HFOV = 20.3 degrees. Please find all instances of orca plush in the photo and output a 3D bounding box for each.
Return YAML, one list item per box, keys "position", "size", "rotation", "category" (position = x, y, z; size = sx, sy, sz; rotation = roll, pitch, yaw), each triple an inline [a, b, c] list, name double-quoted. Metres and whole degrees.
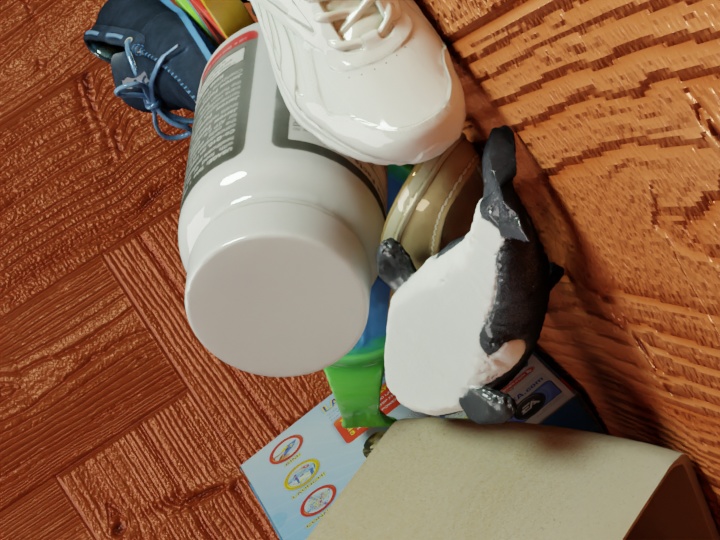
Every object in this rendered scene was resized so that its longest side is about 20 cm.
- position: [0.065, 0.001, 0.984]
  size: [0.105, 0.071, 0.201]
  rotation: [43, 148, 29]
  category: "orca plush"

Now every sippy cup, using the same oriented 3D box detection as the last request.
- position: [0.000, 0.000, 1.271]
  size: [0.139, 0.178, 0.130]
  rotation: [32, 176, 10]
  category: "sippy cup"

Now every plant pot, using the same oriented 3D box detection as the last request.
- position: [0.069, 0.192, 1.067]
  size: [0.177, 0.200, 0.200]
  rotation: [23, 155, 37]
  category: "plant pot"

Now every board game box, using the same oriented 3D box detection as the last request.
- position: [0.037, 0.121, 1.272]
  size: [0.056, 0.200, 0.196]
  rotation: [53, 178, -24]
  category: "board game box"

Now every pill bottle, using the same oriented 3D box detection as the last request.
- position: [-0.041, -0.041, 1.103]
  size: [0.201, 0.113, 0.114]
  rotation: [-88, -27, -52]
  category: "pill bottle"

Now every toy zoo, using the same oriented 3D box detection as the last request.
- position: [-0.100, -0.173, 1.216]
  size: [0.131, 0.020, 0.200]
  rotation: [48, 176, 35]
  category: "toy zoo"

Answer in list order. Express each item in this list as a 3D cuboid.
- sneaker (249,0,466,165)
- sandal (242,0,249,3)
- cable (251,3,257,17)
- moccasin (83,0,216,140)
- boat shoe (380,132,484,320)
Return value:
- position: [-0.021, -0.135, 0.925]
  size: [0.200, 0.078, 0.099]
  rotation: [53, 170, 24]
  category: "sneaker"
- position: [-0.096, -0.225, 1.269]
  size: [0.201, 0.048, 0.075]
  rotation: [60, 175, -35]
  category: "sandal"
- position: [-0.070, -0.216, 1.103]
  size: [0.164, 0.051, 0.200]
  rotation: [62, 180, -5]
  category: "cable"
- position: [-0.124, -0.125, 1.288]
  size: [0.081, 0.068, 0.200]
  rotation: [52, 177, -29]
  category: "moccasin"
- position: [0.057, -0.007, 1.065]
  size: [0.069, 0.074, 0.200]
  rotation: [31, 161, 15]
  category: "boat shoe"
